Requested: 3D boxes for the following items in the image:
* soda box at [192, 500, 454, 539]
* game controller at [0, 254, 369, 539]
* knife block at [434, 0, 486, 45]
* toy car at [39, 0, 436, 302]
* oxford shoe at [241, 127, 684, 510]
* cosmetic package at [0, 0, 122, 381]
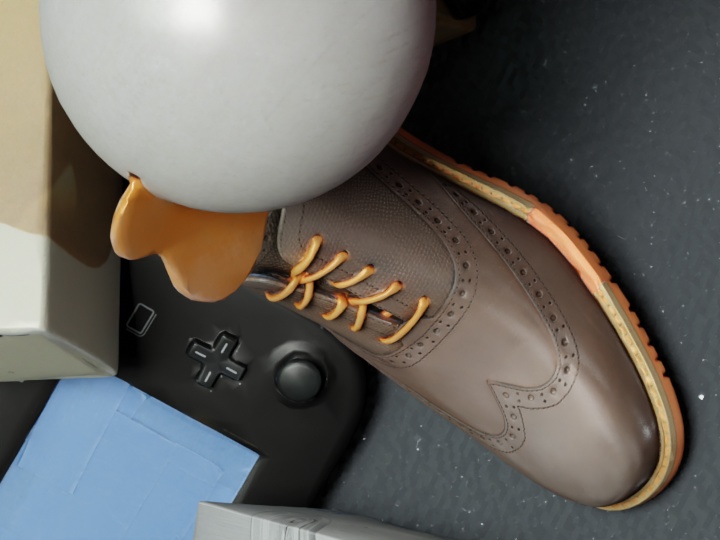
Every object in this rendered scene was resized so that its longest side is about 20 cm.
[{"bbox_3d":[0.042,0.113,0.787,0.200,0.063,0.069,12,92,39],"label":"soda box"},{"bbox_3d":[-0.082,0.081,0.877,0.200,0.104,0.042,-59,17,17],"label":"game controller"},{"bbox_3d":[-0.011,-0.086,0.853,0.175,0.064,0.200,39,108,36],"label":"knife block"},{"bbox_3d":[-0.014,-0.089,0.706,0.184,0.177,0.201,27,123,24],"label":"toy car"},{"bbox_3d":[0.000,0.000,0.795,0.200,0.073,0.071,41,126,6],"label":"oxford shoe"},{"bbox_3d":[-0.122,-0.071,0.823,0.105,0.071,0.201,-4,77,11],"label":"cosmetic package"}]
